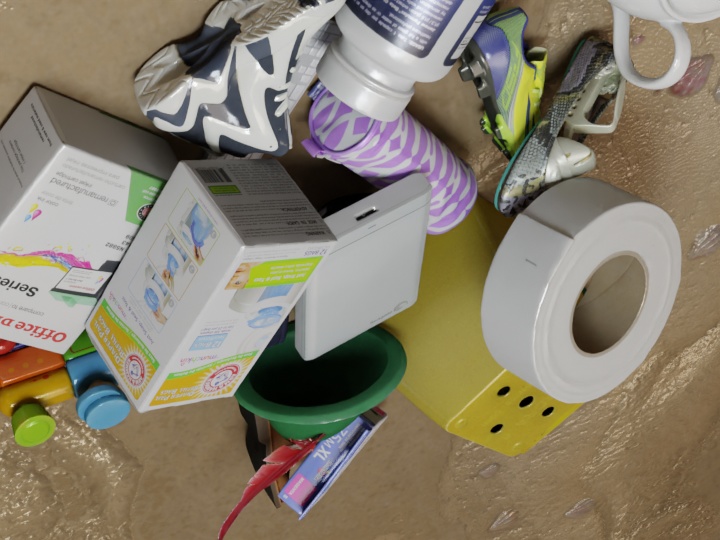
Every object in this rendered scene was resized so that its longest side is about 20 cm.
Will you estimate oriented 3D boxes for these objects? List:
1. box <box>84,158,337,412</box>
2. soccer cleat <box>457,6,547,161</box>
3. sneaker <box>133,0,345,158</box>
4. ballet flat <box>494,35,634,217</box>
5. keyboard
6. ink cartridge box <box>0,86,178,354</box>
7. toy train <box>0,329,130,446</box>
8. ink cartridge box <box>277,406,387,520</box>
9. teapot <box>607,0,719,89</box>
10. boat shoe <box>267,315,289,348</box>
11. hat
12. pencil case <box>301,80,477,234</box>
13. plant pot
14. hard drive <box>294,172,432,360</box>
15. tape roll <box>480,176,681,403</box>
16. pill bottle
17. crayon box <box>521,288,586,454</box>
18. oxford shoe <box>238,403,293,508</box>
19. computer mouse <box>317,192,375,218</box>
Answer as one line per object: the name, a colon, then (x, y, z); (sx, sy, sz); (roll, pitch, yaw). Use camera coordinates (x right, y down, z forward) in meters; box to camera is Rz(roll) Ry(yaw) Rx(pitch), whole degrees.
box: (-0.128, 0.012, 1.324); (0.112, 0.101, 0.200); (-5, 140, -47)
soccer cleat: (0.147, -0.163, 1.466); (0.084, 0.065, 0.200); (-34, 142, -4)
sneaker: (-0.073, -0.161, 1.303); (0.199, 0.080, 0.130); (-38, 137, 9)
ballet flat: (0.196, -0.129, 1.459); (0.201, 0.072, 0.072); (-59, 145, -16)
keyboard: (-0.084, -0.141, 1.381); (0.056, 0.011, 0.200); (11, 126, -40)
ink cartridge box: (-0.260, -0.036, 1.320); (0.145, 0.084, 0.200); (20, 119, -46)
toy train: (-0.313, 0.112, 1.423); (0.199, 0.116, 0.085); (-18, 140, -16)
ink cartridge box: (-0.029, 0.195, 1.662); (0.119, 0.042, 0.200); (-51, 177, 3)
teapot: (0.287, -0.283, 1.360); (0.197, 0.146, 0.200); (-31, 143, 1)
boat shoe: (-0.120, 0.014, 1.493); (0.093, 0.075, 0.200); (-31, 145, -25)
hat: (-0.042, 0.164, 1.591); (0.199, 0.166, 0.176); (1, 124, 15)
pencil case: (0.030, -0.101, 1.438); (0.086, 0.084, 0.200); (-53, 139, 3)
plant pot: (0.130, 0.072, 1.621); (0.200, 0.177, 0.200); (-45, 139, 17)
hard drive: (0.000, 0.000, 1.458); (0.132, 0.027, 0.200); (-28, 155, -18)
tape roll: (0.205, 0.018, 1.457); (0.202, 0.071, 0.203); (-22, 126, -33)
pill bottle: (0.047, -0.225, 1.285); (0.111, 0.111, 0.200); (12, 121, -41)
crayon box: (0.218, 0.118, 1.824); (0.200, 0.058, 0.119); (-43, 141, 14)
oxford shoe: (-0.084, 0.183, 1.692); (0.071, 0.071, 0.200); (-22, 140, -19)
computer mouse: (-0.055, -0.029, 1.462); (0.200, 0.046, 0.141); (-43, 150, -21)
